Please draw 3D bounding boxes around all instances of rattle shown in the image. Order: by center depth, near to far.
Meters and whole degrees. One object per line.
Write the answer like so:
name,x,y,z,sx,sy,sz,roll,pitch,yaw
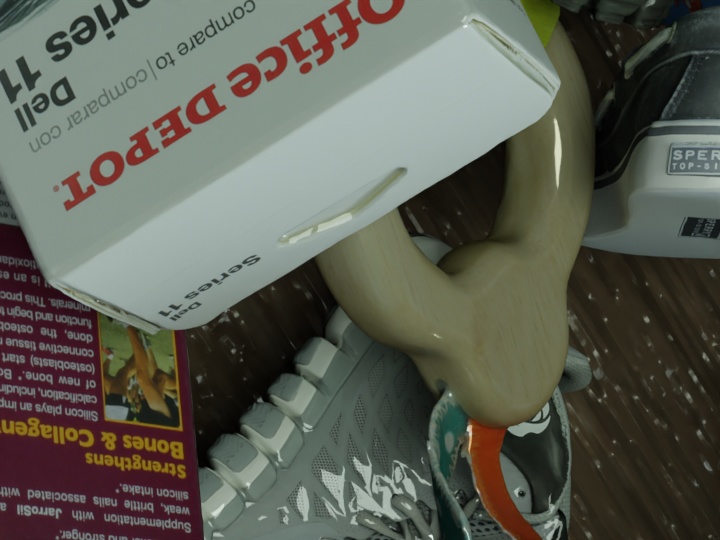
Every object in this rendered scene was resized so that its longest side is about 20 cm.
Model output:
rattle,0.000,0.000,0.934,0.130,0.142,0.201,-33,117,-60

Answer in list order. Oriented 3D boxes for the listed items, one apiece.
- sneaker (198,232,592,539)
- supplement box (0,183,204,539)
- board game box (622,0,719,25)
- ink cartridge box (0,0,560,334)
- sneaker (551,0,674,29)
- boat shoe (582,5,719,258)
sneaker,0.008,0.088,0.954,0.115,0.075,0.200,31,72,17
supplement box,-0.115,0.063,0.882,0.110,0.086,0.201,9,64,-35
board game box,0.182,-0.158,0.972,0.196,0.200,0.056,-37,108,-14
ink cartridge box,-0.053,-0.104,0.839,0.146,0.083,0.201,-32,70,13
sneaker,0.064,-0.165,0.940,0.078,0.200,0.085,9,124,-38
boat shoe,0.107,-0.044,0.957,0.071,0.200,0.068,4,83,2
